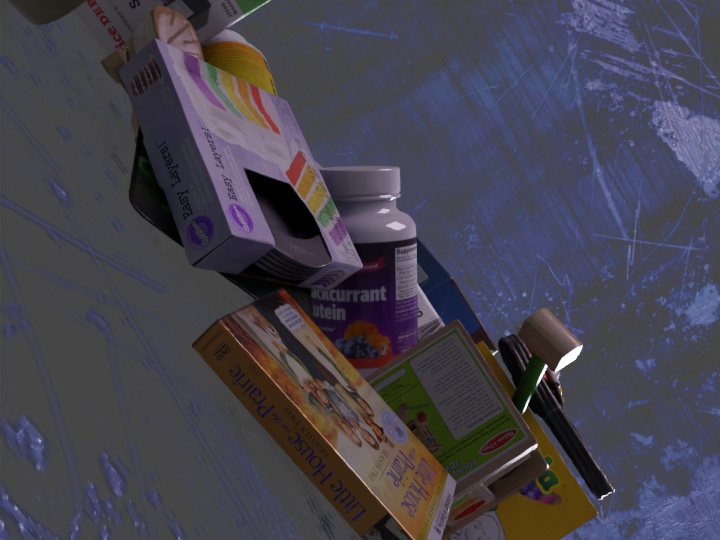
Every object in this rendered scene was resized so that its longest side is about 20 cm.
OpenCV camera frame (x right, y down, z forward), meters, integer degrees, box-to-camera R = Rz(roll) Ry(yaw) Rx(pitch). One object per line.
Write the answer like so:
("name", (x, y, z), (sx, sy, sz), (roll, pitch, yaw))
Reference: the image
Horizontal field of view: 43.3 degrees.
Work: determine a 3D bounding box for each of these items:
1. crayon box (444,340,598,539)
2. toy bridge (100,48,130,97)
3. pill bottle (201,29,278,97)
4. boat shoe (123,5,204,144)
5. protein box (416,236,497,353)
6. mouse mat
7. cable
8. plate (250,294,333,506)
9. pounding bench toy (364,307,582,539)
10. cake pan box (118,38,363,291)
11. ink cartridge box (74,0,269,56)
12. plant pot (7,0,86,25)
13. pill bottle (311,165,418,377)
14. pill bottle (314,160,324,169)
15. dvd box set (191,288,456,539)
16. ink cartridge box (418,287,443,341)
("crayon box", (0.107, 0.202, 0.910), (0.200, 0.172, 0.058), (57, 1, 12))
("toy bridge", (-0.200, -0.136, 0.929), (0.200, 0.027, 0.067), (57, -1, 11))
("pill bottle", (-0.147, -0.188, 1.030), (0.109, 0.109, 0.200), (55, 12, -47))
("boat shoe", (-0.174, -0.138, 0.830), (0.074, 0.069, 0.201), (9, 64, -51))
("protein box", (0.055, 0.082, 1.300), (0.135, 0.198, 0.200), (56, 1, -20))
("mouse mat", (-0.110, -0.046, 0.759), (0.200, 0.008, 0.161), (38, 27, -33))
("cable", (0.187, 0.121, 0.854), (0.097, 0.050, 0.200), (61, -2, -31))
("plate", (-0.022, 0.140, 0.743), (0.200, 0.032, 0.200), (58, 1, 40))
("pounding bench toy", (0.109, 0.129, 0.806), (0.124, 0.200, 0.156), (58, 2, 26))
("cake pan box", (-0.095, -0.078, 0.758), (0.184, 0.052, 0.201), (13, 48, -55))
("ink cartridge box", (-0.217, -0.322, 1.011), (0.146, 0.200, 0.084), (56, 4, -30))
("plant pot", (-0.242, -0.299, 0.587), (0.200, 0.187, 0.188), (37, 14, -40))
("pill bottle", (0.000, 0.000, 0.887), (0.111, 0.111, 0.201), (-115, -157, -81))
("pill bottle", (-0.057, -0.057, 0.972), (0.200, 0.104, 0.104), (37, 15, -42))
("dvd box set", (-0.016, 0.103, 0.622), (0.200, 0.029, 0.146), (48, 13, 4))
("ink cartridge box", (0.048, 0.114, 1.132), (0.200, 0.145, 0.084), (56, 2, 3))
